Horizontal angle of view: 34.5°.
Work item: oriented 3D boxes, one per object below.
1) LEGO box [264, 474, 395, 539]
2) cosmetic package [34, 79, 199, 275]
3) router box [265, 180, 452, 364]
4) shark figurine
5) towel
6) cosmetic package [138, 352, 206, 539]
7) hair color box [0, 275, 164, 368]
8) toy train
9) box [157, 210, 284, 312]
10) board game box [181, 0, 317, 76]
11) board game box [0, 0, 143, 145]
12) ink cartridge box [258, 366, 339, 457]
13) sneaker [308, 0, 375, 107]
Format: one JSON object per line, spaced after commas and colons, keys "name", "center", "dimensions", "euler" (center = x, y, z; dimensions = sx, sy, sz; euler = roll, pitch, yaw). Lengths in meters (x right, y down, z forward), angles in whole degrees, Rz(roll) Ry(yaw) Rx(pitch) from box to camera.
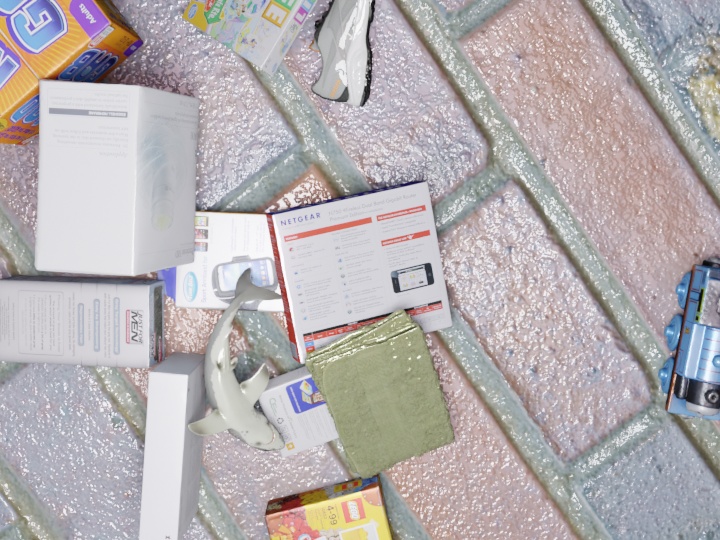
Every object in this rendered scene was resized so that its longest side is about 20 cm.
{"name": "LEGO box", "center": [-0.024, 0.373, 1.444], "dimensions": [0.146, 0.077, 0.203], "euler": [-14, 95, 1]}
{"name": "cosmetic package", "center": [-0.268, -0.103, 1.310], "dimensions": [0.121, 0.199, 0.204], "euler": [5, 96, 10]}
{"name": "router box", "center": [0.000, 0.000, 1.401], "dimensions": [0.197, 0.049, 0.183], "euler": [-12, 98, -13]}
{"name": "shark figurine", "center": [-0.162, 0.112, 1.378], "dimensions": [0.126, 0.089, 0.219], "euler": [-7, 97, -28]}
{"name": "towel", "center": [0.029, 0.152, 1.399], "dimensions": [0.146, 0.037, 0.202], "euler": [-22, 118, 1]}
{"name": "cosmetic package", "center": [-0.223, 0.210, 1.391], "dimensions": [0.051, 0.151, 0.204], "euler": [4, 94, -1]}
{"name": "hair color box", "center": [-0.339, 0.061, 1.407], "dimensions": [0.196, 0.061, 0.101], "euler": [2, 95, 10]}
{"name": "toy train", "center": [0.419, 0.086, 1.406], "dimensions": [0.085, 0.114, 0.204], "euler": [11, 94, -1]}
{"name": "box", "center": [-0.150, -0.012, 1.431], "dimensions": [0.196, 0.041, 0.121], "euler": [3, 95, 2]}
{"name": "board game box", "center": [-0.108, -0.352, 1.378], "dimensions": [0.134, 0.034, 0.202], "euler": [33, 94, 22]}
{"name": "board game box", "center": [-0.399, -0.285, 1.323], "dimensions": [0.199, 0.200, 0.201], "euler": [-39, 94, 2]}
{"name": "ink cartridge box", "center": [-0.022, 0.153, 1.436], "dimensions": [0.197, 0.037, 0.096], "euler": [-19, 110, 3]}
{"name": "sneaker", "center": [-0.021, -0.301, 1.392], "dimensions": [0.078, 0.074, 0.204], "euler": [5, 95, 5]}
